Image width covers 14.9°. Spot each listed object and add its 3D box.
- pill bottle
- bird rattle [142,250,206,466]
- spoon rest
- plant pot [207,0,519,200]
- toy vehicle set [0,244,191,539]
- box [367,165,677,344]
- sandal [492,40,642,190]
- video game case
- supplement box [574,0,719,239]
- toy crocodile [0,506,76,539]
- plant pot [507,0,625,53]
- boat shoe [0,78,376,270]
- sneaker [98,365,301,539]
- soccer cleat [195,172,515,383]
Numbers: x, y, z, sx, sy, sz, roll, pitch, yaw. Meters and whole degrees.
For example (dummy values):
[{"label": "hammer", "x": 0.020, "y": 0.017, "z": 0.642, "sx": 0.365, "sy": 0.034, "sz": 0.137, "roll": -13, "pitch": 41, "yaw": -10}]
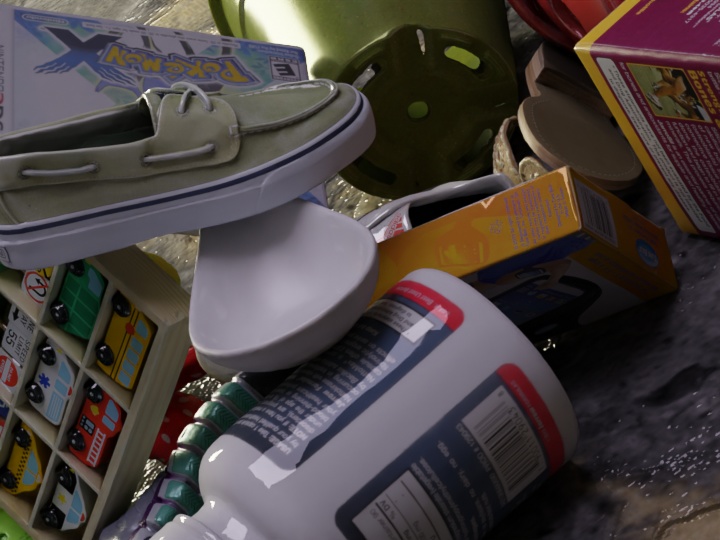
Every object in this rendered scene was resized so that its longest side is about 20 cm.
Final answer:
[{"label": "pill bottle", "x": -0.006, "y": 0.104, "z": 1.301, "sx": 0.200, "sy": 0.120, "sz": 0.120, "roll": -40, "pitch": 25, "yaw": -17}, {"label": "bird rattle", "x": -0.166, "y": 0.062, "z": 1.579, "sx": 0.163, "sy": 0.113, "sz": 0.200, "roll": -6, "pitch": 31, "yaw": -10}, {"label": "spoon rest", "x": -0.047, "y": -0.004, "z": 1.345, "sx": 0.099, "sy": 0.061, "sz": 0.200, "roll": -32, "pitch": 19, "yaw": -2}, {"label": "plant pot", "x": 0.018, "y": -0.144, "z": 1.692, "sx": 0.200, "sy": 0.200, "sz": 0.190, "roll": -30, "pitch": 36, "yaw": 7}, {"label": "toy vehicle set", "x": -0.157, "y": 0.053, "z": 1.436, "sx": 0.027, "sy": 0.124, "sz": 0.200, "roll": -29, "pitch": -28, "yaw": -42}, {"label": "box", "x": 0.048, "y": 0.013, "z": 1.416, "sx": 0.200, "sy": 0.119, "sz": 0.041, "roll": -24, "pitch": 64, "yaw": 23}, {"label": "sandal", "x": 0.109, "y": -0.063, "z": 1.571, "sx": 0.070, "sy": 0.078, "sz": 0.212, "roll": -59, "pitch": 8, "yaw": 21}, {"label": "video game case", "x": -0.122, "y": -0.083, "z": 1.529, "sx": 0.200, "sy": 0.022, "sz": 0.182, "roll": 8, "pitch": 36, "yaw": -12}, {"label": "supplement box", "x": 0.221, "y": -0.086, "z": 1.368, "sx": 0.103, "sy": 0.131, "sz": 0.200, "roll": -41, "pitch": 26, "yaw": -18}, {"label": "toy crocodile", "x": -0.210, "y": 0.172, "z": 1.504, "sx": 0.067, "sy": 0.062, "sz": 0.200, "roll": 32, "pitch": 58, "yaw": 21}, {"label": "plant pot", "x": 0.176, "y": -0.204, "z": 1.578, "sx": 0.200, "sy": 0.200, "sz": 0.182, "roll": -40, "pitch": 16, "yaw": -16}, {"label": "boat shoe", "x": -0.089, "y": -0.058, "z": 1.341, "sx": 0.200, "sy": 0.062, "sz": 0.072, "roll": -20, "pitch": 30, "yaw": -11}, {"label": "sneaker", "x": -0.093, "y": 0.118, "z": 1.444, "sx": 0.088, "sy": 0.074, "sz": 0.200, "roll": -10, "pitch": 33, "yaw": 50}, {"label": "soccer cleat", "x": 0.000, "y": 0.000, "z": 1.506, "sx": 0.200, "sy": 0.069, "sz": 0.085, "roll": -25, "pitch": -8, "yaw": -17}]
